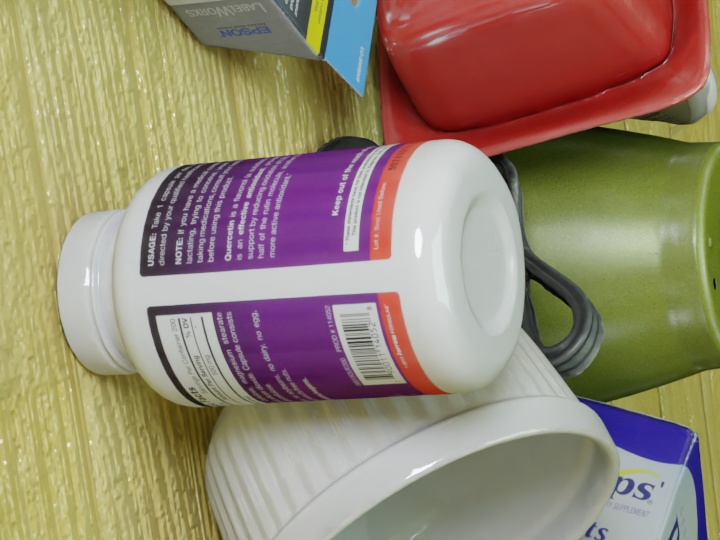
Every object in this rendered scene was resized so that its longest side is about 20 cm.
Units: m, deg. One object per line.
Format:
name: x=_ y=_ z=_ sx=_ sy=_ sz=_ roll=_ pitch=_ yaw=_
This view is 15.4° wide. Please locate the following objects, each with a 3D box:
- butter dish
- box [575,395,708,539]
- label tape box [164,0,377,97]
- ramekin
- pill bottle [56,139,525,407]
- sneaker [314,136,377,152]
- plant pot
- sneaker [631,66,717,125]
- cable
butter dish: x=0.076 y=-0.180 z=1.445 sx=0.148 sy=0.199 sz=0.201 roll=46 pitch=37 yaw=-50
box: x=0.121 y=0.204 z=1.505 sx=0.184 sy=0.104 sz=0.201 roll=76 pitch=31 yaw=-53
label tape box: x=-0.058 y=-0.193 z=1.339 sx=0.200 sy=0.063 sz=0.145 roll=48 pitch=44 yaw=-53
ramekin: x=0.018 y=0.099 z=1.311 sx=0.105 sy=0.200 sz=0.200 roll=60 pitch=13 yaw=29
pill bottle: x=-0.033 y=0.004 z=1.204 sx=0.112 sy=0.199 sz=0.113 roll=-4 pitch=90 yaw=-65
sneaker: x=0.000 y=0.000 z=1.410 sx=0.200 sy=0.088 sz=0.074 roll=-69 pitch=144 yaw=-45
plant pot: x=0.132 y=-0.002 z=1.565 sx=0.200 sy=0.192 sz=0.202 roll=-4 pitch=90 yaw=-65
sneaker: x=0.108 y=-0.107 z=1.541 sx=0.075 sy=0.199 sz=0.082 roll=72 pitch=36 yaw=-51
cable: x=0.081 y=-0.002 z=1.426 sx=0.097 sy=0.200 sz=0.050 roll=-45 pitch=131 yaw=-10
